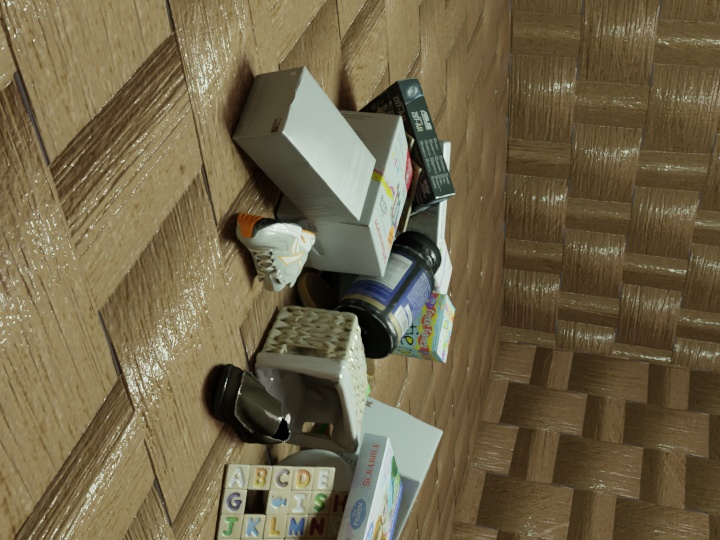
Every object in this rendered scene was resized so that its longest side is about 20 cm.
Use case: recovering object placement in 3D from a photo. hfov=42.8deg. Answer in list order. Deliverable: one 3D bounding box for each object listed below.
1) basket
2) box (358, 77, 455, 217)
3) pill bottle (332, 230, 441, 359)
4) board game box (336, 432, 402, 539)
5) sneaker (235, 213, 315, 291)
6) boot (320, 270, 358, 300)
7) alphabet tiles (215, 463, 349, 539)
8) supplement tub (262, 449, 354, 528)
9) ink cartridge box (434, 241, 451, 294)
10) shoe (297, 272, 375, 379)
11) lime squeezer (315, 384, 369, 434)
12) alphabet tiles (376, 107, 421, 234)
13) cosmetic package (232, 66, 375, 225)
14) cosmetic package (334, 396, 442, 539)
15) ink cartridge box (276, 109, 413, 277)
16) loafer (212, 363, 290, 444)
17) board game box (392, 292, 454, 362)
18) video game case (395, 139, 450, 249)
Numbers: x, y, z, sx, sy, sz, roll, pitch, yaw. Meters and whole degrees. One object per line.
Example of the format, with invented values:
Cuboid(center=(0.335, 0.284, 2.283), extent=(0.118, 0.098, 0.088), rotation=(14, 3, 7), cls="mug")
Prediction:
Cuboid(center=(-0.063, 0.159, 1.354), extent=(0.201, 0.134, 0.124), rotation=(82, 20, -47), cls="basket")
Cuboid(center=(0.067, -0.193, 1.515), extent=(0.043, 0.160, 0.202), rotation=(-15, 84, -31), cls="box")
Cuboid(center=(0.048, 0.032, 1.421), extent=(0.200, 0.111, 0.112), rotation=(-52, 148, -39), cls="pill bottle")
Cuboid(center=(0.014, 0.376, 1.365), extent=(0.200, 0.041, 0.201), rotation=(75, 26, -55), cls="board game box")
Cuboid(center=(-0.113, -0.019, 1.213), extent=(0.200, 0.075, 0.093), rotation=(22, 80, -73), cls="sneaker")
Cuboid(center=(0.000, 0.000, 1.497), extent=(0.068, 0.130, 0.202), rotation=(-143, -132, -57), cls="boot")
Cuboid(center=(-0.105, 0.355, 1.274), extent=(0.008, 0.199, 0.169), rotation=(5, -94, 61), cls="alphabet tiles")
Cuboid(center=(-0.069, 0.393, 1.419), extent=(0.145, 0.143, 0.201), rotation=(-64, 156, -48), cls="supplement tub")
Cuboid(center=(0.095, -0.018, 1.816), extent=(0.200, 0.144, 0.085), rotation=(64, 37, -64), cls="ink cartridge box")
Cuboid(center=(-0.049, 0.095, 1.437), extent=(0.201, 0.053, 0.070), rotation=(59, 30, -14), cls="shoe")
Cuboid(center=(-0.018, 0.222, 1.545), extent=(0.200, 0.038, 0.071), rotation=(-51, -167, 52), cls="lime squeezer")
Cuboid(center=(0.039, -0.159, 1.527), extent=(0.006, 0.167, 0.201), rotation=(-16, 138, -30), cls="alphabet tiles")
Cuboid(center=(-0.067, -0.156, 1.187), extent=(0.200, 0.090, 0.108), rotation=(47, 50, -43), cls="cosmetic package")
Cuboid(center=(0.022, 0.362, 1.607), extent=(0.166, 0.166, 0.201), rotation=(-51, 162, -61), cls="cosmetic package")
Cuboid(center=(-0.019, -0.114, 1.366), extent=(0.146, 0.143, 0.201), rotation=(72, 31, -58), cls="ink cartridge box")
Cuboid(center=(-0.136, 0.179, 1.214), extent=(0.200, 0.071, 0.074), rotation=(66, 35, -63), cls="loafer")
Cuboid(center=(0.055, 0.090, 1.623), extent=(0.105, 0.198, 0.104), rotation=(50, 50, -69), cls="board game box")
Cuboid(center=(0.070, -0.146, 1.595), extent=(0.022, 0.199, 0.184), rotation=(-14, 113, -43), cls="video game case")
